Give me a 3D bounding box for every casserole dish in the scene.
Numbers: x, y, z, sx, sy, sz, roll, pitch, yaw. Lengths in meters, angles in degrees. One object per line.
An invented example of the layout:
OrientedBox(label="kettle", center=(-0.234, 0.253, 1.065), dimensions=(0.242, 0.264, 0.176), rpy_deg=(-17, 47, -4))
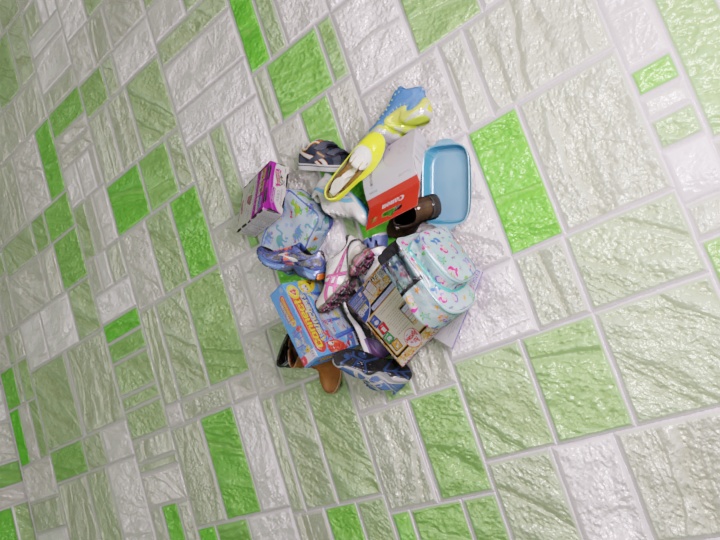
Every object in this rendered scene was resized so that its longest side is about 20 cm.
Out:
OrientedBox(label="casserole dish", center=(0.198, -0.192, 1.426), dimensions=(0.119, 0.039, 0.205), rpy_deg=(1, 93, 35))

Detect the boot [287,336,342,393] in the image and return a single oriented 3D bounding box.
OrientedBox(label="boot", center=(-0.120, 0.229, 1.605), dimensions=(0.073, 0.154, 0.204), rpy_deg=(-3, 95, 35))

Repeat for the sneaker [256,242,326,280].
OrientedBox(label="sneaker", center=(-0.169, -0.035, 1.588), dimensions=(0.196, 0.075, 0.080), rpy_deg=(14, 99, 16))

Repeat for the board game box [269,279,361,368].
OrientedBox(label="board game box", center=(-0.099, 0.119, 1.559), dimensions=(0.056, 0.194, 0.202), rpy_deg=(-40, 72, 34))

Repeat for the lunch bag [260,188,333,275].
OrientedBox(label="lunch bag", center=(-0.172, -0.104, 1.666), dimensions=(0.160, 0.082, 0.202), rpy_deg=(38, 113, 26))

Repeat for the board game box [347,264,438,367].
OrientedBox(label="board game box", center=(0.083, 0.095, 1.457), dimensions=(0.201, 0.046, 0.152), rpy_deg=(49, 121, 13))

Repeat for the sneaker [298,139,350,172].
OrientedBox(label="sneaker", center=(-0.081, -0.288, 1.592), dimensions=(0.197, 0.078, 0.081), rpy_deg=(11, 104, 35))

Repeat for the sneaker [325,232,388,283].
OrientedBox(label="sneaker", center=(0.001, 0.000, 1.552), dimensions=(0.198, 0.080, 0.117), rpy_deg=(-29, 75, 31))

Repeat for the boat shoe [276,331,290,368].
OrientedBox(label="boat shoe", center=(-0.169, 0.176, 1.695), dimensions=(0.075, 0.061, 0.202), rpy_deg=(43, 115, 27))

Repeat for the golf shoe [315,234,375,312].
OrientedBox(label="golf shoe", center=(-0.049, 0.010, 1.509), dimensions=(0.092, 0.072, 0.201), rpy_deg=(44, 107, 24))

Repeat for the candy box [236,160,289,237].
OrientedBox(label="candy box", center=(-0.258, -0.183, 1.668), dimensions=(0.199, 0.060, 0.139), rpy_deg=(-24, 55, 56))

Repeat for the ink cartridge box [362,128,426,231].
OrientedBox(label="ink cartridge box", center=(0.069, -0.207, 1.437), dimensions=(0.161, 0.057, 0.202), rpy_deg=(-24, 38, 40))

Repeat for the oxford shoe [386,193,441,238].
OrientedBox(label="oxford shoe", center=(0.098, -0.121, 1.445), dimensions=(0.200, 0.083, 0.074), rpy_deg=(-38, 68, 61))

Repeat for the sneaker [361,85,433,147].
OrientedBox(label="sneaker", center=(0.085, -0.363, 1.486), dimensions=(0.198, 0.075, 0.107), rpy_deg=(-18, 65, 35))

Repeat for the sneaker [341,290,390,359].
OrientedBox(label="sneaker", center=(0.027, 0.117, 1.557), dimensions=(0.087, 0.075, 0.203), rpy_deg=(-29, 84, 23))

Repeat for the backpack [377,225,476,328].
OrientedBox(label="backpack", center=(0.154, 0.013, 1.337), dimensions=(0.150, 0.176, 0.202), rpy_deg=(-36, 78, 36))

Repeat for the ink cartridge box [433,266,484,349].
OrientedBox(label="ink cartridge box", center=(0.173, 0.046, 1.455), dimensions=(0.198, 0.043, 0.201), rpy_deg=(30, 110, 31))

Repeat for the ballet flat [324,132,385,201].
OrientedBox(label="ballet flat", center=(-0.017, -0.234, 1.470), dimensions=(0.067, 0.067, 0.200), rpy_deg=(45, 114, 3))

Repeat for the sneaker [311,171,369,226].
OrientedBox(label="sneaker", center=(-0.042, -0.159, 1.566), dimensions=(0.081, 0.076, 0.200), rpy_deg=(-50, 55, 4))

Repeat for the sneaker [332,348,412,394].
OrientedBox(label="sneaker", center=(0.022, 0.246, 1.506), dimensions=(0.197, 0.076, 0.078), rpy_deg=(20, 121, -13))
